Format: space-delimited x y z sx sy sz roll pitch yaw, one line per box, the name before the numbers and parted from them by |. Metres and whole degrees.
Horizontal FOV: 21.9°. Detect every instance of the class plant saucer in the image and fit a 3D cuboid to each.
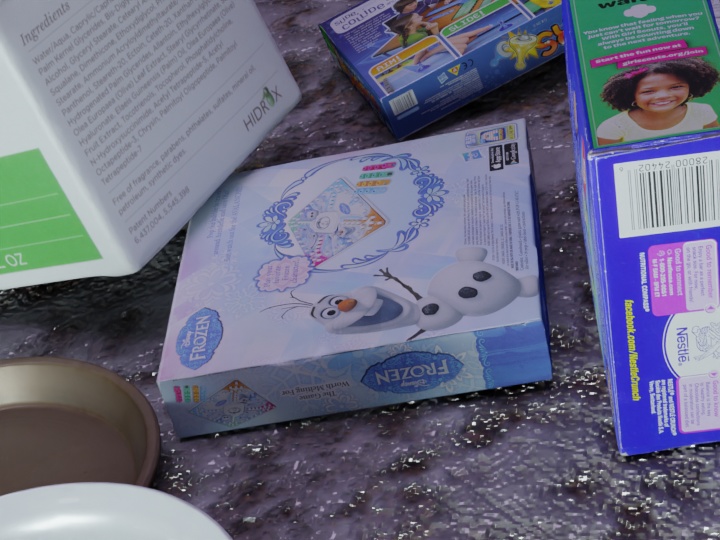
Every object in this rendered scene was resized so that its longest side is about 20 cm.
plant saucer | -0.194 0.114 0.927 0.199 0.030 0.200 -9 33 6

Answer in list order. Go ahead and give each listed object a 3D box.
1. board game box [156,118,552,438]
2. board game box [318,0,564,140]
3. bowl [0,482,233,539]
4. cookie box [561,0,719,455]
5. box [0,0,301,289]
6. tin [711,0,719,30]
board game box | 0.000 0.000 1.011 0.198 0.044 0.200 -9 33 9
board game box | 0.084 -0.170 1.213 0.199 0.035 0.135 -28 34 -3
bowl | -0.129 0.183 0.741 0.200 0.091 0.201 -9 33 6
cookie box | 0.144 -0.041 0.905 0.075 0.172 0.200 -7 34 5
box | -0.186 -0.108 1.086 0.198 0.172 0.200 -8 29 38
tin | 0.231 -0.128 1.128 0.112 0.042 0.200 -8 33 17
